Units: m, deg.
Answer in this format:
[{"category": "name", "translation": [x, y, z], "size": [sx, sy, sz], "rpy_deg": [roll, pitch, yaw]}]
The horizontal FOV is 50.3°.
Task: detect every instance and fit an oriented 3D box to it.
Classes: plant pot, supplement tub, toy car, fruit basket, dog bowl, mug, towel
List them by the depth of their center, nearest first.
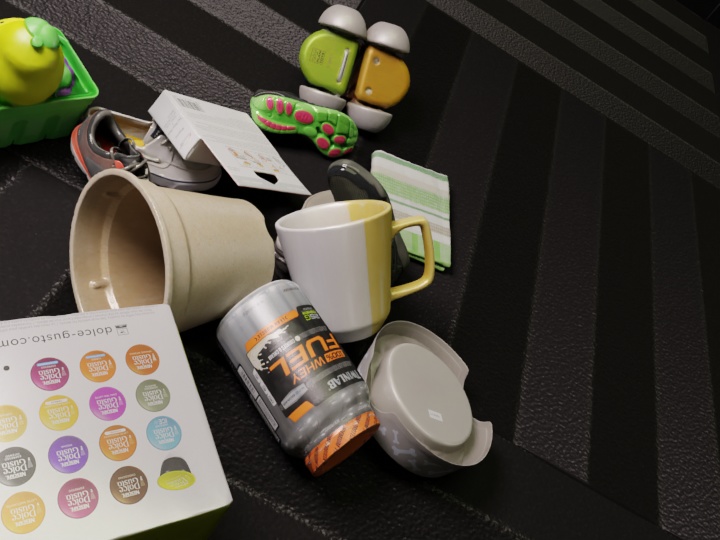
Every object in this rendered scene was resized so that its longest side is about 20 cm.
[{"category": "plant pot", "translation": [-0.204, -0.013, 0.885], "size": [0.181, 0.201, 0.203], "rpy_deg": [-8, 57, -48]}, {"category": "supplement tub", "translation": [-0.070, 0.123, 0.885], "size": [0.121, 0.123, 0.201], "rpy_deg": [-22, 67, -42]}, {"category": "fruit basket", "translation": [-0.422, -0.245, 0.921], "size": [0.213, 0.217, 0.157], "rpy_deg": [-22, 66, -42]}, {"category": "dog bowl", "translation": [0.075, 0.164, 0.959], "size": [0.197, 0.059, 0.203], "rpy_deg": [31, 35, -24]}, {"category": "mug", "translation": [-0.007, 0.003, 0.964], "size": [0.181, 0.158, 0.149], "rpy_deg": [-3, 15, 19]}, {"category": "towel", "translation": [0.077, -0.098, 1.240], "size": [0.146, 0.031, 0.204], "rpy_deg": [18, 48, -15]}, {"category": "toy car", "translation": [-0.018, -0.344, 1.311], "size": [0.195, 0.179, 0.150], "rpy_deg": [13, 13, -22]}]

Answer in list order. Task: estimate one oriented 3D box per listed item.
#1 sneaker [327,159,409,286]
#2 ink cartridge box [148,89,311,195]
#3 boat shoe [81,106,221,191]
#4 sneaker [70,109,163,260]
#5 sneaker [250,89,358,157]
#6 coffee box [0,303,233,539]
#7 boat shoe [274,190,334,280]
[{"category": "sneaker", "translation": [-0.001, -0.048, 1.059], "size": [0.115, 0.075, 0.203], "rpy_deg": [-55, 132, -42]}, {"category": "ink cartridge box", "translation": [-0.174, -0.159, 1.063], "size": [0.175, 0.044, 0.199], "rpy_deg": [52, 20, 15]}, {"category": "boat shoe", "translation": [-0.279, -0.170, 1.040], "size": [0.195, 0.070, 0.072], "rpy_deg": [18, 45, -17]}, {"category": "sneaker", "translation": [-0.291, -0.106, 0.949], "size": [0.077, 0.081, 0.203], "rpy_deg": [-33, 92, -44]}, {"category": "sneaker", "translation": [-0.086, -0.243, 1.219], "size": [0.197, 0.078, 0.084], "rpy_deg": [19, 26, -34]}, {"category": "coffee box", "translation": [-0.253, 0.177, 0.668], "size": [0.196, 0.201, 0.201], "rpy_deg": [-6, 57, -34]}, {"category": "boat shoe", "translation": [-0.067, -0.055, 1.098], "size": [0.066, 0.058, 0.200], "rpy_deg": [28, 38, 12]}]
